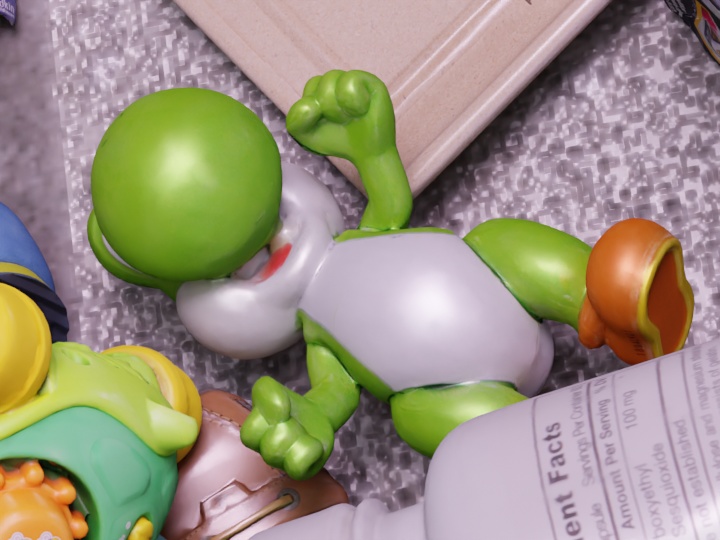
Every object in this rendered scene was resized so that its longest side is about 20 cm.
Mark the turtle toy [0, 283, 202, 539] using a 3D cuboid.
[{"bbox_3d":[-0.137,0.079,0.883,0.200,0.146,0.101,-17,72,18],"label":"turtle toy"}]

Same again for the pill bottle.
[{"bbox_3d":[0.075,0.084,0.792,0.200,0.114,0.115,-18,75,11],"label":"pill bottle"}]

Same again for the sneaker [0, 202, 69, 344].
[{"bbox_3d":[-0.177,0.058,0.999,0.200,0.066,0.078,-50,41,9],"label":"sneaker"}]

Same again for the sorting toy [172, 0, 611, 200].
[{"bbox_3d":[0.014,-0.144,0.997,0.185,0.036,0.200,-45,67,3],"label":"sorting toy"}]

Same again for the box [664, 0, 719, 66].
[{"bbox_3d":[0.193,-0.122,0.889,0.200,0.132,0.115,-41,72,3],"label":"box"}]

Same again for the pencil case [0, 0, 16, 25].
[{"bbox_3d":[-0.218,-0.069,1.019,0.200,0.088,0.088,-34,73,4],"label":"pencil case"}]

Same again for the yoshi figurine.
[{"bbox_3d":[-0.007,-0.001,0.912,0.200,0.112,0.112,19,124,25],"label":"yoshi figurine"}]

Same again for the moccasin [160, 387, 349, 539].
[{"bbox_3d":[-0.083,0.134,0.950,0.201,0.074,0.078,-45,62,-7],"label":"moccasin"}]
